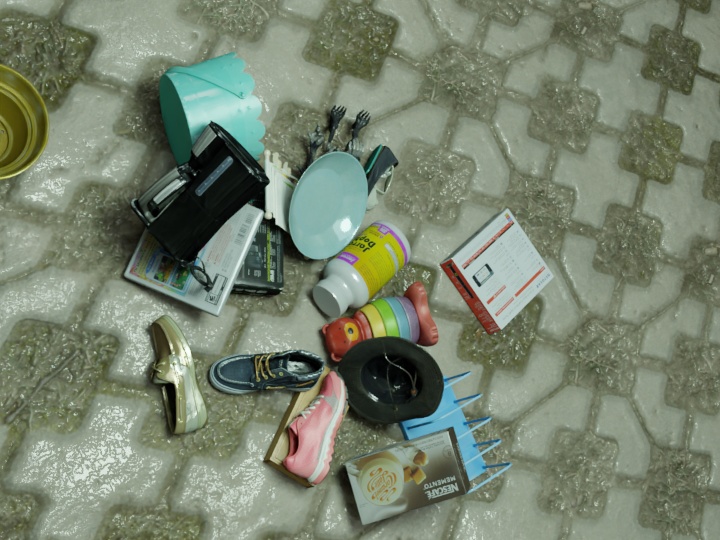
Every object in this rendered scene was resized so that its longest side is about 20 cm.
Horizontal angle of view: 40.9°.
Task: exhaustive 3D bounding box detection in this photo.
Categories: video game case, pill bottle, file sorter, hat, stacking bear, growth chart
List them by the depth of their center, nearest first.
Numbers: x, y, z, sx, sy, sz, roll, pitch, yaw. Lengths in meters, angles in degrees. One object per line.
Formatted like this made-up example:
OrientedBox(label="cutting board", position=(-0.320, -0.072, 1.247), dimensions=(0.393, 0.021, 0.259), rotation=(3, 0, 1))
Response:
OrientedBox(label="video game case", position=(-0.287, -0.046, 1.670), dimensions=(0.179, 0.024, 0.203), rotation=(22, 76, 4))
OrientedBox(label="hat", position=(0.060, 0.180, 1.740), dimensions=(0.200, 0.200, 0.081), rotation=(42, 32, -11))
OrientedBox(label="growth chart", position=(-0.132, -0.124, 1.771), dimensions=(0.200, 0.017, 0.148), rotation=(46, 40, -60))
OrientedBox(label="stacking bear", position=(0.028, 0.110, 1.807), dimensions=(0.196, 0.114, 0.124), rotation=(-14, 79, -20))
OrientedBox(label="file sorter", position=(0.177, 0.309, 1.821), dimensions=(0.137, 0.122, 0.203), rotation=(-22, 86, -32))
OrientedBox(label="pill bottle", position=(0.000, 0.000, 1.824), dimensions=(0.200, 0.104, 0.105), rotation=(-43, 97, -31))

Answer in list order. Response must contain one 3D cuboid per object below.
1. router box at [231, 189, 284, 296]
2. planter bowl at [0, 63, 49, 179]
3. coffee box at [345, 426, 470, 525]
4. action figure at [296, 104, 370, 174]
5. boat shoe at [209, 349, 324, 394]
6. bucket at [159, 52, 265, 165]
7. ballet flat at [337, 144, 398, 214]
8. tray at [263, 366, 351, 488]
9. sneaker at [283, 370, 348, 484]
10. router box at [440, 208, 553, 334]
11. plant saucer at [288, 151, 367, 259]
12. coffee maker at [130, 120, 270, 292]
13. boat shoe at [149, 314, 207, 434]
OrientedBox(label="router box", position=(-0.218, -0.059, 1.747), dimensions=(0.147, 0.062, 0.204), rotation=(7, 73, -27))
OrientedBox(label="planter bowl", position=(-0.614, -0.231, 1.569), dimensions=(0.197, 0.083, 0.205), rotation=(9, 71, -27))
OrientedBox(label="coffee box", position=(0.086, 0.364, 1.716), dimensions=(0.197, 0.080, 0.117), rotation=(-18, 83, 11))
OrientedBox(label="action figure", position=(-0.051, -0.233, 1.857), dimensions=(0.117, 0.103, 0.203), rotation=(19, 59, 1))
OrientedBox(label="boat shoe", position=(-0.162, 0.169, 1.678), dimensions=(0.196, 0.091, 0.072), rotation=(1, 67, -15))
OrientedBox(label="bucket", position=(-0.266, -0.274, 1.707), dimensions=(0.133, 0.207, 0.211), rotation=(-17, 84, -23))
OrientedBox(label="ballet flat", position=(0.018, -0.164, 1.905), dimensions=(0.073, 0.073, 0.201), rotation=(41, 58, -12))
OrientedBox(label="tray", position=(-0.087, 0.275, 1.737), dimensions=(0.098, 0.037, 0.202), rotation=(33, 63, -16))
OrientedBox(label="sneaker", position=(-0.080, 0.263, 1.681), dimensions=(0.085, 0.074, 0.204), rotation=(21, 65, -18))
OrientedBox(label="router box", position=(0.287, 0.000, 2.014), dimensions=(0.199, 0.049, 0.181), rotation=(-38, 95, -31))
OrientedBox(label="plant saucer", position=(-0.068, -0.123, 1.781), dimensions=(0.199, 0.038, 0.205), rotation=(-24, 125, -40))
OrientedBox(label="coffee maker", position=(-0.246, -0.112, 1.598), dimensions=(0.199, 0.135, 0.192), rotation=(-41, 109, 7))
OrientedBox(label="boat shoe", position=(-0.316, 0.176, 1.618), dimensions=(0.066, 0.074, 0.203), rotation=(-17, 84, -36))
